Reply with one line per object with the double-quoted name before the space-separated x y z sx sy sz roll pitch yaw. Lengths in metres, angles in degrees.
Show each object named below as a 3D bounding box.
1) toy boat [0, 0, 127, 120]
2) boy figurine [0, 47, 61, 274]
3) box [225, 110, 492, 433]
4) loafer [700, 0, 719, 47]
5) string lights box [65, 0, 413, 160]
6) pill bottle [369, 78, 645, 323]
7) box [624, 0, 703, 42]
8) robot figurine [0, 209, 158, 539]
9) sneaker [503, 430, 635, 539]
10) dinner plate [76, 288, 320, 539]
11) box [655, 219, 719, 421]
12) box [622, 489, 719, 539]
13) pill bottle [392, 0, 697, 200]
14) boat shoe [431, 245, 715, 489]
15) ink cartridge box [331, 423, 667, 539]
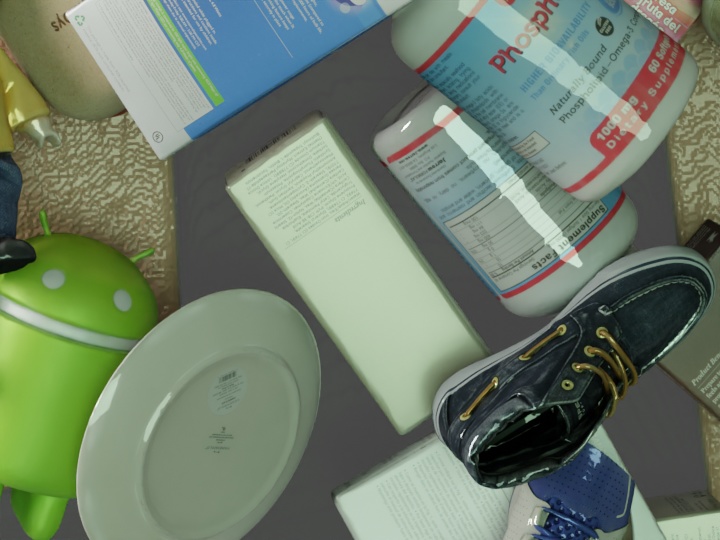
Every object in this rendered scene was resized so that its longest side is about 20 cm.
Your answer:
"toy boat" -0.130 -0.187 1.393 0.200 0.131 0.131 -26 100 42
"boy figurine" -0.238 -0.097 1.365 0.124 0.064 0.200 3 78 -36
"box" 0.000 0.000 1.449 0.082 0.068 0.200 -34 100 1
"loafer" 0.289 -0.141 1.411 0.200 0.068 0.076 25 101 -44
"string lights box" -0.056 -0.157 1.259 0.200 0.059 0.103 -29 97 26
"pill bottle" 0.107 -0.042 1.439 0.109 0.109 0.200 -40 100 2
"box" 0.126 -0.219 1.417 0.200 0.103 0.095 39 93 -8
"robot figurine" -0.200 0.066 1.426 0.175 0.116 0.200 18 96 -20
"sneaker" 0.107 0.202 1.361 0.080 0.115 0.200 31 89 -4
"dinner plate" -0.094 0.107 1.425 0.200 0.024 0.200 -24 127 -37
"box" 0.277 0.069 1.489 0.200 0.075 0.100 41 94 -11
"box" 0.147 0.204 1.501 0.200 0.068 0.082 -7 98 -3
"pill bottle" 0.091 -0.140 1.321 0.200 0.109 0.109 37 94 -8
"boat shoe" 0.141 0.064 1.367 0.200 0.091 0.071 -34 113 0
"ink cartridge box" 0.103 0.187 1.439 0.173 0.044 0.200 -29 92 -4
